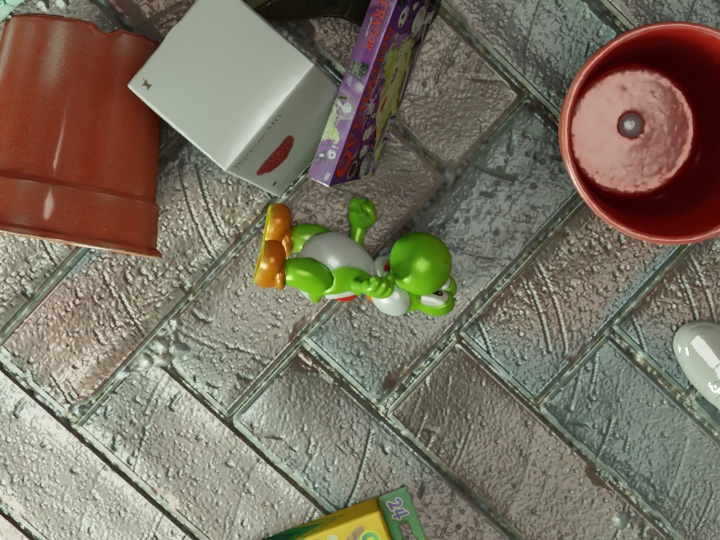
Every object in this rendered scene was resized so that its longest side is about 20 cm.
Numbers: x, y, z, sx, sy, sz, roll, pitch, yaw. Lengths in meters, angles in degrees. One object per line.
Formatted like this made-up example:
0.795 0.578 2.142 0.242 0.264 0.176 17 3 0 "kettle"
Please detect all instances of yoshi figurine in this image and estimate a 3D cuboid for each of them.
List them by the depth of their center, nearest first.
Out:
0.004 -0.013 1.286 0.199 0.112 0.113 14 90 -7 "yoshi figurine"

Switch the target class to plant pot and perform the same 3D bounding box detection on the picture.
-0.266 -0.123 1.224 0.200 0.201 0.196 9 89 -4 "plant pot"
0.270 -0.130 1.245 0.200 0.177 0.201 0 98 -2 "plant pot"

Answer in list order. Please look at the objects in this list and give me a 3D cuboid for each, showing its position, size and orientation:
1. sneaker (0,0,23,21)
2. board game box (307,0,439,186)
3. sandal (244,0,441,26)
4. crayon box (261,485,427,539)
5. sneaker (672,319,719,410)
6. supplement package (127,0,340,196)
-0.332 -0.284 1.229 0.200 0.118 0.074 -34 99 3 "sneaker"
0.016 -0.178 1.240 0.032 0.120 0.200 27 108 20 "board game box"
-0.019 -0.270 1.274 0.199 0.055 0.082 -4 120 -14 "sandal"
-0.023 0.315 1.351 0.200 0.052 0.126 -21 98 0 "crayon box"
0.396 0.133 1.315 0.074 0.116 0.200 -42 96 5 "sneaker"
-0.100 -0.157 1.203 0.120 0.200 0.121 41 94 9 "supplement package"
